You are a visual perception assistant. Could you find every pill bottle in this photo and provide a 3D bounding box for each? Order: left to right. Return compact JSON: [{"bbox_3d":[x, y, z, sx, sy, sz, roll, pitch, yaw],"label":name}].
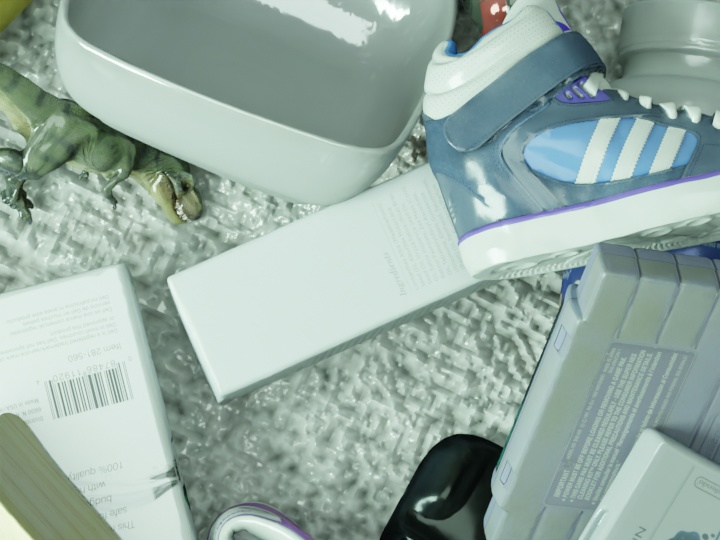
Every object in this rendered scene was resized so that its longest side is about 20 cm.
[{"bbox_3d":[0.172,-0.041,1.186,0.110,0.111,0.201,8,83,-2],"label":"pill bottle"}]

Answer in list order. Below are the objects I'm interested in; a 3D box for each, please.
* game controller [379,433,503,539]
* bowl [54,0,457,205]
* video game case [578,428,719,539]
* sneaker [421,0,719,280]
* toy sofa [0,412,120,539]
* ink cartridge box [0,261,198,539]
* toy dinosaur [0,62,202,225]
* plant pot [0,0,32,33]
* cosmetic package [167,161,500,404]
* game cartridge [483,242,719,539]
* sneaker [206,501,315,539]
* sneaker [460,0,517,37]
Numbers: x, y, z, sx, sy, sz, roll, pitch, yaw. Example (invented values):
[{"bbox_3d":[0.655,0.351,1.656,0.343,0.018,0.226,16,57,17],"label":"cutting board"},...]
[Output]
[{"bbox_3d":[0.110,0.174,1.199,0.200,0.042,0.105,30,68,0],"label":"game controller"},{"bbox_3d":[-0.059,-0.119,1.169,0.199,0.075,0.200,22,41,-1],"label":"bowl"},{"bbox_3d":[0.181,0.202,1.144,0.200,0.024,0.182,28,94,-26],"label":"video game case"},{"bbox_3d":[0.130,-0.084,1.100,0.199,0.081,0.147,-12,78,3],"label":"sneaker"},{"bbox_3d":[-0.160,0.173,1.082,0.083,0.098,0.200,-43,89,19],"label":"toy sofa"},{"bbox_3d":[-0.170,0.112,1.162,0.145,0.084,0.201,-14,86,-4],"label":"ink cartridge box"},{"bbox_3d":[-0.174,-0.065,1.170,0.088,0.200,0.048,-39,50,19],"label":"toy dinosaur"},{"bbox_3d":[-0.272,-0.159,1.141,0.189,0.201,0.201,-39,87,-19],"label":"plant pot"},{"bbox_3d":[0.000,0.000,1.177,0.199,0.101,0.071,-24,86,-6],"label":"cosmetic package"},{"bbox_3d":[0.148,0.074,1.121,0.129,0.201,0.038,11,38,-9],"label":"game cartridge"},{"bbox_3d":[-0.004,0.202,1.147,0.200,0.114,0.073,39,81,1],"label":"sneaker"},{"bbox_3d":[0.046,-0.205,1.200,0.097,0.071,0.201,-9,66,-9],"label":"sneaker"}]
